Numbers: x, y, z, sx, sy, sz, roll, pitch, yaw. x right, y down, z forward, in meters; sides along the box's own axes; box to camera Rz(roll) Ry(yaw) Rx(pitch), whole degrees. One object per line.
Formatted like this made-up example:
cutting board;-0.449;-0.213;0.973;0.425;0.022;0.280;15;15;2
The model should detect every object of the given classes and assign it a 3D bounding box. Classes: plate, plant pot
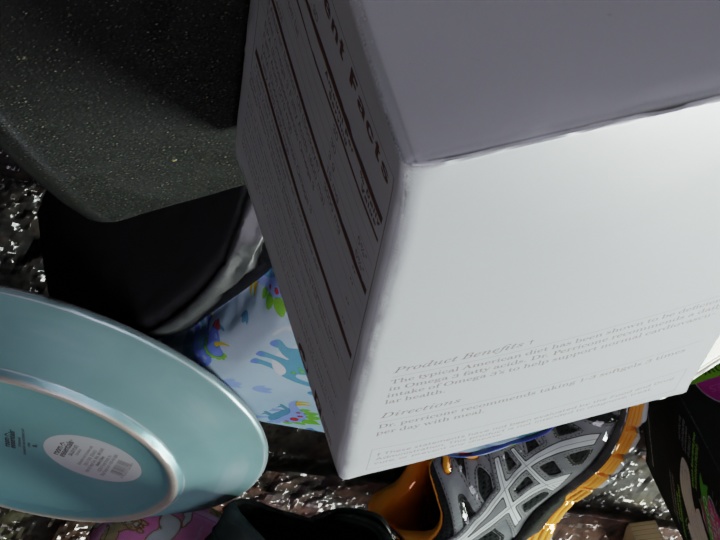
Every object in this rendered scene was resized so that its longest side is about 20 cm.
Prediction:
plate;-0.136;0.062;0.877;0.200;0.026;0.200;11;151;6
plant pot;-0.051;-0.132;0.689;0.200;0.200;0.178;-17;147;-5

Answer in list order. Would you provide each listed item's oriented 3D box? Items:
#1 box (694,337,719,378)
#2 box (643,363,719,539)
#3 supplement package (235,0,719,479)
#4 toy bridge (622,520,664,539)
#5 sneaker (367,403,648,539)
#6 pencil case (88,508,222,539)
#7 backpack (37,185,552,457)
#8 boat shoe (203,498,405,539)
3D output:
box;0.084;-0.062;0.787;0.078;0.200;0.095;-34;135;13
box;0.227;0.099;0.994;0.148;0.200;0.124;-17;136;-4
supplement package;0.039;-0.042;0.584;0.117;0.118;0.200;-12;157;-12
toy bridge;0.072;0.168;1.098;0.199;0.067;0.027;-5;134;-15
sneaker;0.068;0.074;1.003;0.077;0.078;0.200;9;129;-22
pencil case;-0.105;0.198;0.976;0.086;0.200;0.083;16;166;20
backpack;0.000;0.000;0.864;0.200;0.154;0.163;0;160;-41
boat shoe;0.001;0.143;0.964;0.201;0.074;0.063;17;111;-49
